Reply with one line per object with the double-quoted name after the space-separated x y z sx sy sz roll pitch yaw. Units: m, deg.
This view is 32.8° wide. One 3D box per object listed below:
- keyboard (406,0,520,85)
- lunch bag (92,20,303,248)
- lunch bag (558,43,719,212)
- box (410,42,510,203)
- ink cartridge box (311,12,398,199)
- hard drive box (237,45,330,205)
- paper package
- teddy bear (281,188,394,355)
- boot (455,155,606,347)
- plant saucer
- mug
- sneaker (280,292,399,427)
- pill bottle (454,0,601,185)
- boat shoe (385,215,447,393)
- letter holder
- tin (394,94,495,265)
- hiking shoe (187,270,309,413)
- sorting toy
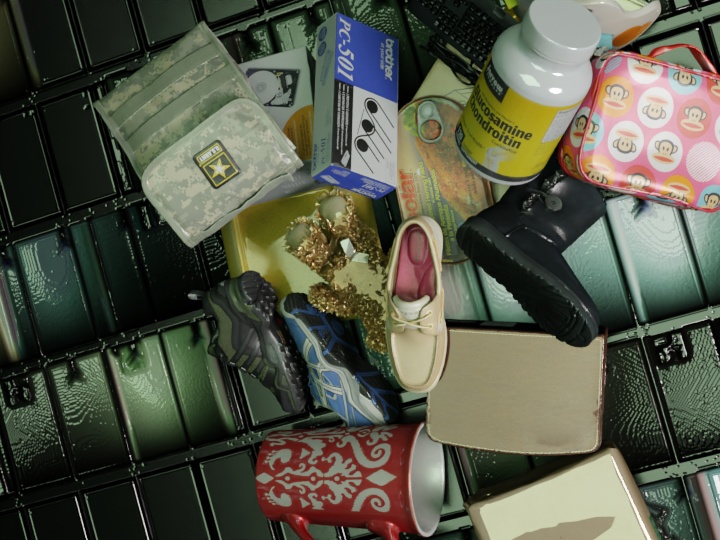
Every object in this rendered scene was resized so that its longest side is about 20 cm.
0.133 -0.257 1.409 0.200 0.040 0.104 41 131 13 "keyboard"
-0.178 -0.147 1.376 0.164 0.118 0.200 -36 69 2 "lunch bag"
0.331 -0.166 1.358 0.199 0.082 0.177 14 96 -14 "lunch bag"
0.129 -0.164 1.465 0.163 0.021 0.200 35 99 11 "box"
-0.005 -0.191 1.421 0.044 0.094 0.201 -27 54 49 "ink cartridge box"
-0.138 -0.163 1.475 0.199 0.077 0.157 -14 68 13 "hard drive box"
0.247 0.319 1.405 0.190 0.103 0.201 -24 85 12 "paper package"
0.000 0.000 1.430 0.200 0.067 0.145 32 93 -1 "teddy bear"
0.229 -0.031 1.375 0.200 0.077 0.168 42 61 17 "boot"
-0.078 -0.028 1.500 0.199 0.048 0.201 -12 88 12 "plant saucer"
-0.020 0.254 1.428 0.199 0.178 0.134 -2 120 21 "mug"
-0.039 0.116 1.465 0.077 0.076 0.200 -31 100 28 "sneaker"
0.182 -0.194 1.319 0.112 0.112 0.200 35 140 10 "pill bottle"
0.057 0.037 1.358 0.073 0.069 0.201 -2 87 12 "boat shoe"
0.182 0.135 1.419 0.199 0.101 0.143 2 93 13 "letter holder"
0.097 -0.106 1.443 0.111 0.042 0.201 -11 89 10 "tin"
-0.130 0.091 1.482 0.100 0.076 0.201 -12 118 23 "hiking shoe"
0.223 -0.305 1.360 0.199 0.180 0.107 29 97 11 "sorting toy"
